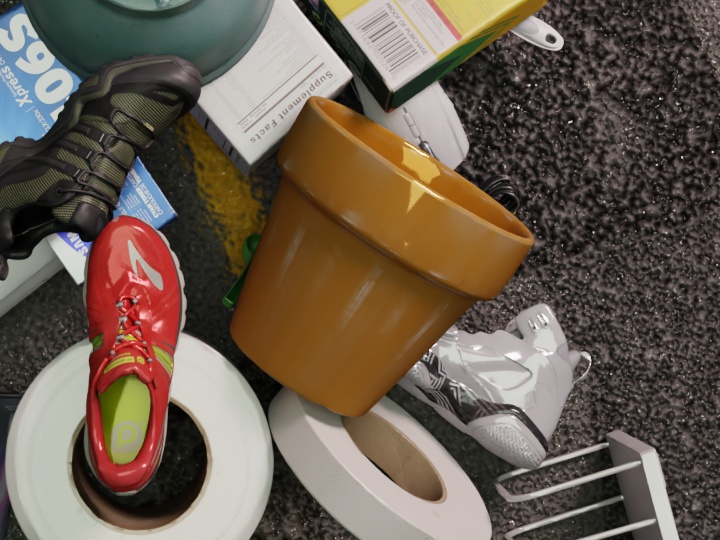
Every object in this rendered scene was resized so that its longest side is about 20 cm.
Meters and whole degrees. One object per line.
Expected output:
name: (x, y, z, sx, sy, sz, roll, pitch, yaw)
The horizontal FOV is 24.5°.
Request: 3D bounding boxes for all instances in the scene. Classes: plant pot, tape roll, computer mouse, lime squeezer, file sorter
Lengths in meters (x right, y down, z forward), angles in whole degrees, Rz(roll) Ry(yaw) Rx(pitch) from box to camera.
plant pot: (-0.152, -0.234, 1.186, 0.198, 0.134, 0.203, 0, 88, -8)
plant pot: (0.000, 0.000, 1.243, 0.199, 0.200, 0.184, 31, 100, -5)
tape roll: (-0.170, 0.143, 1.289, 0.200, 0.139, 0.205, 0, 89, -7)
computer mouse: (0.046, -0.108, 1.342, 0.109, 0.044, 0.201, -27, 100, 11)
lime squeezer: (-0.064, -0.040, 1.341, 0.037, 0.071, 0.201, 29, 63, 11)
file sorter: (0.192, 0.248, 1.331, 0.123, 0.139, 0.202, -15, 91, -3)
tape roll: (0.016, 0.154, 1.279, 0.202, 0.203, 0.037, 40, 105, -5)

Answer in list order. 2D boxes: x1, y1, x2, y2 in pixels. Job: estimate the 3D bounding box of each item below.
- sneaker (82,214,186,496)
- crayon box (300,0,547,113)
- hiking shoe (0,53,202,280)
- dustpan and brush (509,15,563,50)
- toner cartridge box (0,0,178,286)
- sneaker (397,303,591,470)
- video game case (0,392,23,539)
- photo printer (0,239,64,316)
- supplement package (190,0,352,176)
sneaker: (-0.161, 0.059, 1.179, 0.076, 0.085, 0.203, -1, 87, -7)
crayon box: (0.064, -0.232, 1.308, 0.199, 0.051, 0.127, -34, 79, -13)
hiking shoe: (-0.187, -0.071, 1.180, 0.199, 0.076, 0.101, -33, 60, 15)
dustpan and brush: (0.075, -0.229, 1.359, 0.199, 0.057, 0.141, 28, 86, -5)
toner cartridge box: (-0.233, -0.097, 1.262, 0.095, 0.043, 0.201, -35, 93, -5)
sneaker: (0.092, 0.063, 1.355, 0.199, 0.075, 0.115, 37, 78, 0)
video game case: (-0.318, 0.194, 1.275, 0.019, 0.143, 0.202, 7, 88, 23)
photo printer: (-0.288, -0.067, 1.312, 0.200, 0.069, 0.167, -39, 93, -6)
supplement package: (-0.114, -0.188, 1.312, 0.114, 0.110, 0.200, -40, 93, -6)
